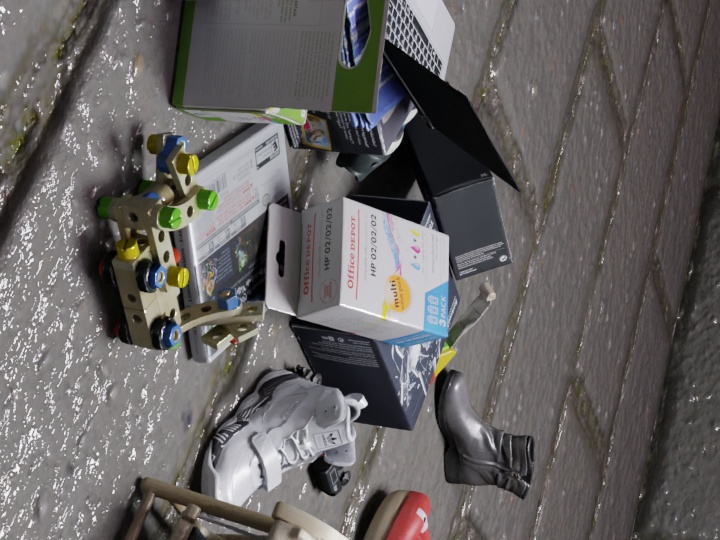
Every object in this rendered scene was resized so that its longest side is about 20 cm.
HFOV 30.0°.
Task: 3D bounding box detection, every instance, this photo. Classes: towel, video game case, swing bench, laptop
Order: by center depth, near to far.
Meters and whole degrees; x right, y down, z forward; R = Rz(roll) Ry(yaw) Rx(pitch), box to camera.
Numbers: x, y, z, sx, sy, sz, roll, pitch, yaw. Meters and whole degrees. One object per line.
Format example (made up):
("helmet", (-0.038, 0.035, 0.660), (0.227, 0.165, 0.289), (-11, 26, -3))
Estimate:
("swing bench", (-0.120, 0.307, 1.163), (0.130, 0.200, 0.199), (65, 38, -49))
("towel", (0.017, -0.250, 1.292), (0.145, 0.024, 0.200), (-47, 136, -52))
("video game case", (-0.119, -0.034, 1.310), (0.200, 0.023, 0.182), (-45, 135, -56))
("laptop", (0.095, -0.207, 1.312), (0.187, 0.116, 0.200), (49, 49, -58))

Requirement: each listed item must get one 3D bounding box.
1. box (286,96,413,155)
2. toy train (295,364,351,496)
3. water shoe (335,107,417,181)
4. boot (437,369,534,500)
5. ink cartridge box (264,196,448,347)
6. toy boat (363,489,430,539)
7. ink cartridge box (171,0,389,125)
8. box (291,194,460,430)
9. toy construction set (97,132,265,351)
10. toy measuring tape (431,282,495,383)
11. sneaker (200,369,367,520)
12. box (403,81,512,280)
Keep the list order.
("box", (0.001, -0.235, 1.419), (0.200, 0.114, 0.132), (-62, 148, -41))
("toy train", (-0.050, 0.183, 1.503), (0.046, 0.034, 0.200), (-49, 140, -34))
("water shoe", (0.010, -0.167, 1.533), (0.079, 0.071, 0.200), (-48, -173, 24))
("boot", (0.185, 0.230, 1.916), (0.070, 0.131, 0.200), (-55, 143, -47))
("ink cartridge box", (0.000, 0.000, 1.366), (0.200, 0.068, 0.115), (17, 66, -41))
("toy boat", (0.080, 0.376, 1.713), (0.131, 0.130, 0.200), (-55, 143, -48))
("ink cartridge box", (-0.056, -0.205, 1.191), (0.076, 0.200, 0.148), (12, 85, -66))
("box", (0.025, 0.048, 1.550), (0.182, 0.104, 0.200), (69, 35, -47))
("toy construction set", (-0.159, -0.007, 1.155), (0.131, 0.092, 0.200), (-57, 133, -47))
("toy measuring tape", (0.084, 0.088, 1.662), (0.200, 0.074, 0.074), (-51, 166, 21))
("sneaker", (-0.074, 0.175, 1.342), (0.200, 0.115, 0.075), (-55, 143, -48))
("box", (0.111, -0.110, 1.629), (0.200, 0.079, 0.141), (-108, -178, -47))
